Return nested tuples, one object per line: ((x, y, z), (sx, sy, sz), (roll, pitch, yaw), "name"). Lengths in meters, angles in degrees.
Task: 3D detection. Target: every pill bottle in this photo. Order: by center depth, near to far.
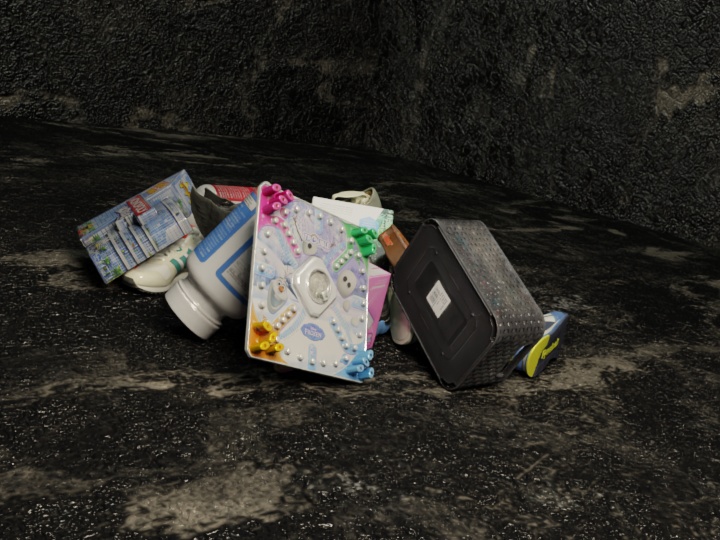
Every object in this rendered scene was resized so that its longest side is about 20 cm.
((-0.158, -0.010, 1.001), (0.113, 0.200, 0.112), (47, 0, 0), "pill bottle")
((-0.265, -0.109, 1.496), (0.197, 0.115, 0.112), (0, 17, -35), "pill bottle")

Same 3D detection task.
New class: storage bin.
((0.138, 0.042, 1.023), (0.092, 0.136, 0.202), (-2, 49, -36), "storage bin")

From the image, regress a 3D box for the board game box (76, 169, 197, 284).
((-0.336, -0.078, 1.193), (0.198, 0.062, 0.199), (-35, 24, -14), "board game box")

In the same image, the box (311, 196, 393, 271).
((-0.023, -0.021, 1.242), (0.141, 0.037, 0.204), (9, 59, -5), "box")

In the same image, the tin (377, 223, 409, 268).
((0.092, 0.011, 1.216), (0.200, 0.042, 0.112), (50, 5, -36), "tin")

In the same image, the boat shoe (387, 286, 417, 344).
((0.076, 0.065, 1.160), (0.060, 0.075, 0.200), (8, 9, -8), "boat shoe")

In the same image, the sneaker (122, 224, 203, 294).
((-0.296, -0.026, 1.194), (0.069, 0.096, 0.199), (16, 15, 25), "sneaker")

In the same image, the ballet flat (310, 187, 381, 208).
((-0.059, -0.101, 1.359), (0.196, 0.065, 0.068), (-19, 35, -8), "ballet flat")

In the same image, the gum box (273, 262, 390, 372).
((-0.053, 0.055, 1.009), (0.065, 0.116, 0.198), (26, 21, 33), "gum box")

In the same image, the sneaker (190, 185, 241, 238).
((-0.174, -0.049, 1.101), (0.197, 0.107, 0.059), (20, 18, 34), "sneaker")

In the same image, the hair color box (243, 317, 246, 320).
((-0.158, 0.029, 1.151), (0.099, 0.062, 0.198), (-5, 20, -45), "hair color box")

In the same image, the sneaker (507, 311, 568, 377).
((0.262, 0.099, 1.163), (0.081, 0.076, 0.199), (16, 14, 29), "sneaker")

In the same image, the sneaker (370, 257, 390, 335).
((0.000, 0.000, 1.162), (0.069, 0.083, 0.202), (-14, 57, -17), "sneaker")

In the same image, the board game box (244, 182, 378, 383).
((-0.049, 0.018, 0.913), (0.026, 0.205, 0.198), (-12, -22, 39), "board game box")
